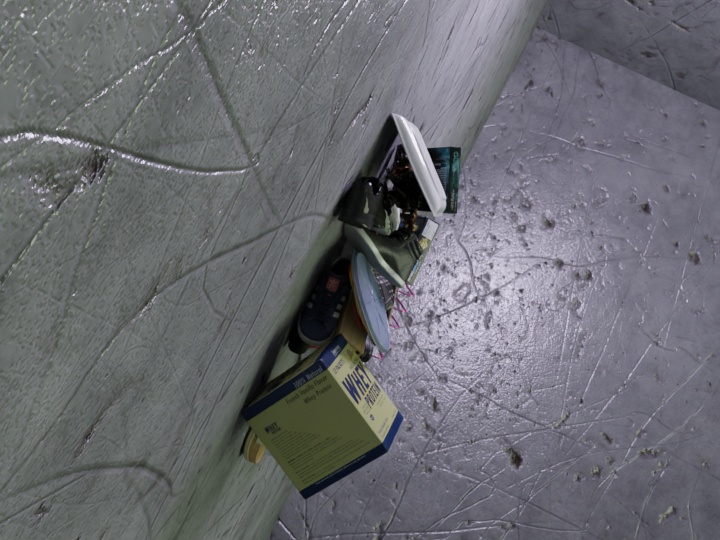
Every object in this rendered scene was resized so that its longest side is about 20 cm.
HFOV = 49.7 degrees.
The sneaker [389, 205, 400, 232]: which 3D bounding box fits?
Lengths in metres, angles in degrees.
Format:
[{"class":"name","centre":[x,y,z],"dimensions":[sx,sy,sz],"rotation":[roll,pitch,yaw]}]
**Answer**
[{"class":"sneaker","centre":[0.055,-0.086,1.800],"dimensions":[0.099,0.078,0.200],"rotation":[-63,177,-45]}]

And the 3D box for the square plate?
[{"class":"square plate","centre":[0.118,-0.198,1.467],"dimensions":[0.028,0.201,0.198],"rotation":[-22,-179,11]}]

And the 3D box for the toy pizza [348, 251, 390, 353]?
[{"class":"toy pizza","centre":[0.012,0.062,1.476],"dimensions":[0.200,0.032,0.201],"rotation":[-17,90,-79]}]

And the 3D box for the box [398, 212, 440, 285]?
[{"class":"box","centre":[0.092,-0.057,1.857],"dimensions":[0.200,0.046,0.159],"rotation":[18,-99,63]}]

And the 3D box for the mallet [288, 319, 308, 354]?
[{"class":"mallet","centre":[-0.095,0.099,1.554],"dimensions":[0.066,0.041,0.200],"rotation":[-66,177,24]}]

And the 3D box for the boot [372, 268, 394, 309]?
[{"class":"boot","centre":[0.000,0.000,1.701],"dimensions":[0.131,0.070,0.201],"rotation":[-14,-100,52]}]

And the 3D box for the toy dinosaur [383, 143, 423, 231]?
[{"class":"toy dinosaur","centre":[0.097,-0.157,1.589],"dimensions":[0.102,0.201,0.136],"rotation":[-25,-179,17]}]

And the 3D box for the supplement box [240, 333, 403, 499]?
[{"class":"supplement box","centre":[-0.067,0.263,1.414],"dimensions":[0.200,0.200,0.134],"rotation":[-35,-176,21]}]

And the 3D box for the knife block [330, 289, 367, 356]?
[{"class":"knife block","centre":[-0.013,0.079,1.553],"dimensions":[0.176,0.064,0.200],"rotation":[-56,-164,-12]}]

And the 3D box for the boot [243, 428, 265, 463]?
[{"class":"boot","centre":[-0.143,0.339,1.574],"dimensions":[0.200,0.155,0.073],"rotation":[-66,172,24]}]

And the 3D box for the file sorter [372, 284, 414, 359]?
[{"class":"file sorter","centre":[0.040,0.113,2.050],"dimensions":[0.201,0.125,0.139],"rotation":[-65,-166,11]}]

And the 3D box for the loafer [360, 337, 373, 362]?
[{"class":"loafer","centre":[-0.023,0.131,1.888],"dimensions":[0.200,0.072,0.073],"rotation":[-105,-147,-45]}]

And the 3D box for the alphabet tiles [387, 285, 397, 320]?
[{"class":"alphabet tiles","centre":[0.026,0.080,1.926],"dimensions":[0.200,0.008,0.168],"rotation":[-3,-109,58]}]

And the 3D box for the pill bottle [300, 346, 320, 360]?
[{"class":"pill bottle","centre":[-0.044,0.147,1.769],"dimensions":[0.200,0.112,0.112],"rotation":[-57,171,-36]}]

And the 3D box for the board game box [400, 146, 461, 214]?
[{"class":"board game box","centre":[0.145,-0.190,1.641],"dimensions":[0.200,0.028,0.136],"rotation":[-164,-105,-64]}]

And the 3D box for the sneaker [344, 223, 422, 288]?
[{"class":"sneaker","centre":[0.048,-0.060,1.521],"dimensions":[0.099,0.071,0.200],"rotation":[-54,128,-12]}]

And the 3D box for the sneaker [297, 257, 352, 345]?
[{"class":"sneaker","centre":[-0.062,0.051,1.467],"dimensions":[0.200,0.075,0.085],"rotation":[-70,-178,-46]}]

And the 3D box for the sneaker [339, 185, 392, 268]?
[{"class":"sneaker","centre":[0.032,-0.084,1.612],"dimensions":[0.201,0.080,0.070],"rotation":[-62,171,-22]}]

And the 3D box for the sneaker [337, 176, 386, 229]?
[{"class":"sneaker","centre":[0.016,-0.124,1.400],"dimensions":[0.200,0.076,0.091],"rotation":[-43,150,-81]}]
